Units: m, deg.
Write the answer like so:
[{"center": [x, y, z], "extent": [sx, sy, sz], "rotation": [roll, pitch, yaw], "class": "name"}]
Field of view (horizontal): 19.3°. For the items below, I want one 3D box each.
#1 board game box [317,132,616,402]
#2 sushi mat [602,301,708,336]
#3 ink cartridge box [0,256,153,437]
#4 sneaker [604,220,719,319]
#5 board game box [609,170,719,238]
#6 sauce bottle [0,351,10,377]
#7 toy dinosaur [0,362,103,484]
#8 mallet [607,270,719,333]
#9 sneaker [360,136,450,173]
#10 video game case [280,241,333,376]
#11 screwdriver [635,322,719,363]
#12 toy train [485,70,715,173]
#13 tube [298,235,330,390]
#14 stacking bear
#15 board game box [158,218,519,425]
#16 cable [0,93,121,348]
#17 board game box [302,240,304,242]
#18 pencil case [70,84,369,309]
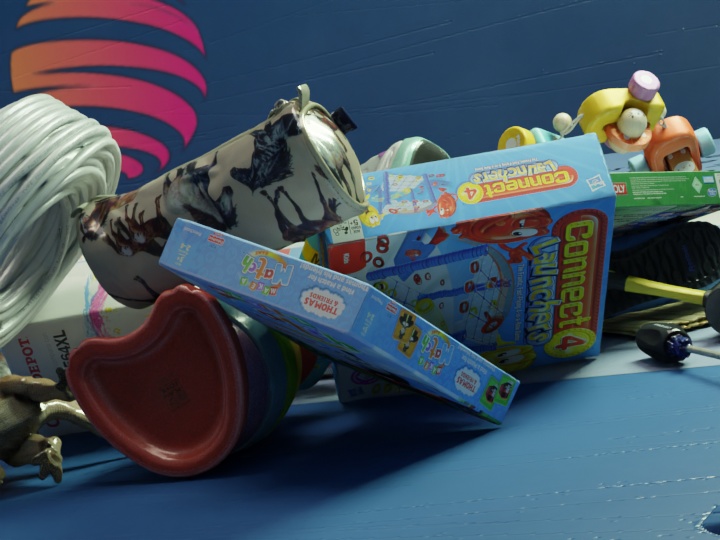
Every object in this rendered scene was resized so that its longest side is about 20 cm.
[{"center": [0.071, 0.002, 1.474], "extent": [0.195, 0.056, 0.200], "rotation": [-10, -35, -4], "class": "board game box"}, {"center": [0.213, 0.034, 1.685], "extent": [0.095, 0.012, 0.200], "rotation": [-12, 6, -25], "class": "sushi mat"}, {"center": [-0.186, 0.032, 1.591], "extent": [0.199, 0.129, 0.125], "rotation": [-10, 44, 2], "class": "ink cartridge box"}, {"center": [0.189, 0.009, 1.649], "extent": [0.200, 0.066, 0.078], "rotation": [-12, -8, -4], "class": "sneaker"}, {"center": [0.175, -0.044, 1.604], "extent": [0.200, 0.029, 0.134], "rotation": [-3, -11, -45], "class": "board game box"}, {"center": [-0.266, 0.080, 1.754], "extent": [0.065, 0.065, 0.200], "rotation": [-6, 5, 27], "class": "sauce bottle"}, {"center": [-0.262, 0.106, 1.447], "extent": [0.200, 0.086, 0.135], "rotation": [-9, 1, -27], "class": "toy dinosaur"}, {"center": [0.202, 0.012, 1.560], "extent": [0.200, 0.041, 0.066], "rotation": [10, 12, 15], "class": "mallet"}, {"center": [0.000, 0.000, 1.663], "extent": [0.078, 0.200, 0.140], "rotation": [35, -35, -32], "class": "sneaker"}, {"center": [-0.008, 0.027, 1.700], "extent": [0.200, 0.017, 0.143], "rotation": [-7, 44, 28], "class": "video game case"}, {"center": [0.222, 0.052, 1.416], "extent": [0.029, 0.028, 0.200], "rotation": [19, -1, -8], "class": "screwdriver"}, {"center": [0.189, -0.077, 1.657], "extent": [0.200, 0.056, 0.150], "rotation": [-21, -35, -4], "class": "toy train"}, {"center": [-0.022, 0.015, 1.550], "extent": [0.077, 0.050, 0.200], "rotation": [14, -39, -11], "class": "tube"}, {"center": [-0.089, 0.061, 1.429], "extent": [0.121, 0.114, 0.200], "rotation": [-30, -1, 23], "class": "stacking bear"}, {"center": [-0.010, 0.033, 1.311], "extent": [0.151, 0.037, 0.200], "rotation": [19, -9, 35], "class": "board game box"}, {"center": [-0.243, -0.024, 1.429], "extent": [0.069, 0.200, 0.200], "rotation": [34, -2, 10], "class": "cable"}, {"center": [-0.120, -0.003, 1.850], "extent": [0.200, 0.062, 0.200], "rotation": [-13, -28, -38], "class": "board game box"}, {"center": [-0.094, -0.043, 1.378], "extent": [0.200, 0.090, 0.078], "rotation": [-24, -4, 22], "class": "pencil case"}]
